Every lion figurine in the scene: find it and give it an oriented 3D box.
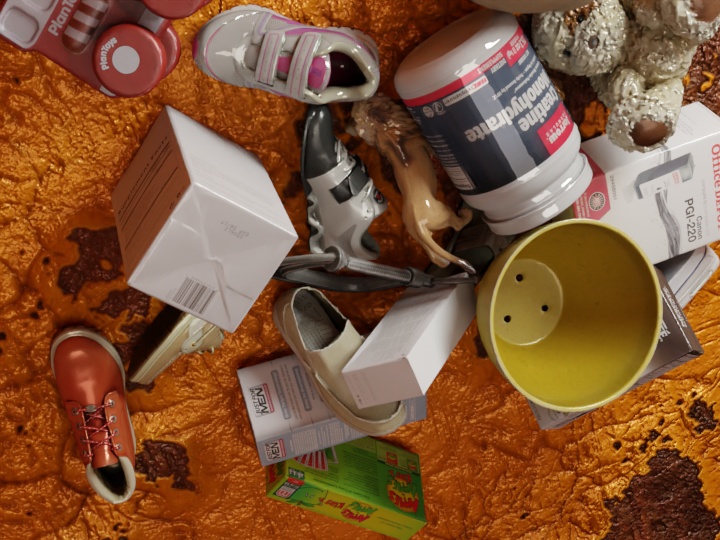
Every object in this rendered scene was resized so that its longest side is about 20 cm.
[{"bbox_3d":[0.057,-0.092,1.269,0.072,0.201,0.122,-33,155,19],"label":"lion figurine"}]

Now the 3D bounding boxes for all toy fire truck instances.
[{"bbox_3d":[-0.229,-0.265,1.127,0.167,0.112,0.201,31,106,-9],"label":"toy fire truck"}]

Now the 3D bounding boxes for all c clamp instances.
[{"bbox_3d":[0.000,0.000,1.307,0.199,0.170,0.027,10,77,-41],"label":"c clamp"}]

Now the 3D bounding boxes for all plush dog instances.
[{"bbox_3d":[0.263,-0.247,1.270,0.171,0.161,0.201,17,118,-3],"label":"plush dog"}]

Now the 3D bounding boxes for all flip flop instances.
[{"bbox_3d":[0.131,-0.023,1.382,0.081,0.058,0.201,25,111,-22],"label":"flip flop"}]

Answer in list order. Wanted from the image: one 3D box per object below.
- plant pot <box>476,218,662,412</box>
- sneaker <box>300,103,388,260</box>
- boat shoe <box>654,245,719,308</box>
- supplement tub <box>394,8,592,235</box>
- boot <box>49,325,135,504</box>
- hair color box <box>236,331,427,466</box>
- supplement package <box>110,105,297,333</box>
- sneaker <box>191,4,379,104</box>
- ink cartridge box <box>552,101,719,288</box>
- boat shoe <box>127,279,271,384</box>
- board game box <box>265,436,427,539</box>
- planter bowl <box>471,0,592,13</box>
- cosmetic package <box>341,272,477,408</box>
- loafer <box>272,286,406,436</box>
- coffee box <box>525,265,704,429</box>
[{"bbox_3d":[0.205,0.041,1.323,0.199,0.142,0.202,-1,95,-17],"label":"plant pot"},{"bbox_3d":[-0.015,-0.093,1.283,0.088,0.074,0.201,1,129,10],"label":"sneaker"},{"bbox_3d":[0.356,0.045,1.483,0.066,0.072,0.200,32,100,-29],"label":"boat shoe"},{"bbox_3d":[0.138,-0.152,1.247,0.140,0.140,0.201,-33,109,3],"label":"supplement tub"},{"bbox_3d":[-0.287,0.160,1.335,0.075,0.107,0.201,-16,120,-5],"label":"boot"},{"bbox_3d":[-0.033,0.142,1.395,0.199,0.099,0.061,-15,143,-8],"label":"hair color box"},{"bbox_3d":[-0.159,-0.054,1.198,0.121,0.200,0.120,27,107,-27],"label":"supplement package"},{"bbox_3d":[-0.065,-0.210,1.202,0.199,0.088,0.082,1,112,-18],"label":"sneaker"},{"bbox_3d":[0.323,-0.086,1.390,0.199,0.085,0.146,-21,122,-7],"label":"ink cartridge box"},{"bbox_3d":[-0.174,0.057,1.329,0.066,0.074,0.200,39,102,-24],"label":"boat shoe"},{"bbox_3d":[-0.018,0.244,1.456,0.199,0.102,0.048,23,130,-26],"label":"board game box"},{"bbox_3d":[0.174,-0.330,1.161,0.134,0.200,0.201,21,111,-42],"label":"planter bowl"},{"bbox_3d":[0.059,0.073,1.309,0.082,0.200,0.051,-17,107,31],"label":"cosmetic package"},{"bbox_3d":[-0.026,0.096,1.331,0.076,0.200,0.068,-39,167,-17],"label":"loafer"},{"bbox_3d":[0.281,0.091,1.417,0.199,0.114,0.080,-32,162,21],"label":"coffee box"}]
